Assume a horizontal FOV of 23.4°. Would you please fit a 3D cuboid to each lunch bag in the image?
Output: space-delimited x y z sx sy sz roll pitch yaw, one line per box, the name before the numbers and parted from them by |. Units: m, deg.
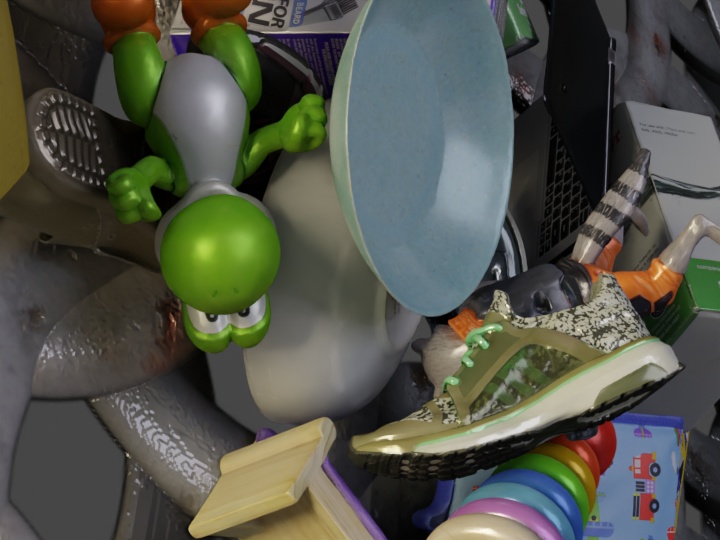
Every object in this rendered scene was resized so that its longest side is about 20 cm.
lunch bag | 0.112 0.163 1.154 0.199 0.094 0.151 8 85 -38

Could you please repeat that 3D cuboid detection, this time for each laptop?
laptop | 0.124 -0.114 1.271 0.116 0.200 0.188 27 49 -21

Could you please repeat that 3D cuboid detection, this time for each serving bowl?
serving bowl | 0.000 0.000 1.043 0.200 0.066 0.201 11 90 -72

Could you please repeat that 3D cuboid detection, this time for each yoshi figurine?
yoshi figurine | -0.080 -0.058 0.910 0.112 0.112 0.201 -4 81 -60

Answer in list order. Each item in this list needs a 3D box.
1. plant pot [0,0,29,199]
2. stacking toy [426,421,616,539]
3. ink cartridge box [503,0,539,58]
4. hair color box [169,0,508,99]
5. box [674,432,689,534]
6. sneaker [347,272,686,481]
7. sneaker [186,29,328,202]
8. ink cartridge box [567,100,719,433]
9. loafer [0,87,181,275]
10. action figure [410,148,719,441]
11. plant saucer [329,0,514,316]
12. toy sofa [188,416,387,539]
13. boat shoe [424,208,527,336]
plant pot | -0.257 -0.073 0.716 0.200 0.199 0.177 -55 135 -37
stacking toy | 0.107 0.140 1.038 0.086 0.085 0.200 60 32 -8
ink cartridge box | 0.015 -0.218 1.192 0.201 0.145 0.087 66 16 0
hair color box | -0.010 -0.166 1.095 0.065 0.199 0.110 79 16 -49
box | 0.210 0.114 1.341 0.070 0.064 0.200 47 39 -26
sneaker | 0.080 0.059 0.993 0.199 0.077 0.089 -18 72 -13
sneaker | -0.056 -0.048 1.041 0.200 0.075 0.116 58 38 -53
ink cartridge box | 0.217 -0.003 1.283 0.083 0.147 0.201 7 50 -22
loafer | -0.146 -0.046 0.967 0.200 0.068 0.076 35 45 -59
action figure | 0.111 0.010 1.095 0.193 0.200 0.105 -34 123 -14
plant saucer | 0.028 -0.076 0.967 0.201 0.039 0.202 -8 100 -60
toy sofa | 0.001 0.178 1.014 0.200 0.083 0.098 54 38 -16
boat shoe | 0.076 0.018 1.215 0.062 0.073 0.201 -11 85 -57
